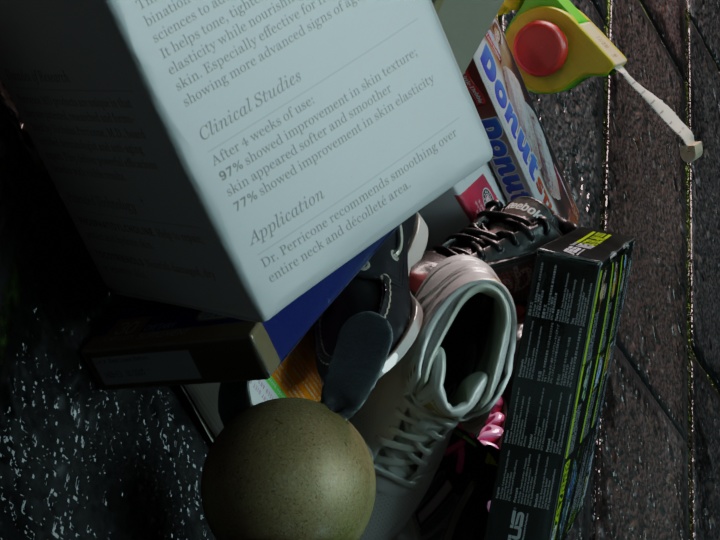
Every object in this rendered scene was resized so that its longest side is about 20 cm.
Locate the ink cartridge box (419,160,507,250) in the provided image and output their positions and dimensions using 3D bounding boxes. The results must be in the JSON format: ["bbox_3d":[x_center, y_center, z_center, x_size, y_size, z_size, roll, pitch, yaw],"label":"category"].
[{"bbox_3d":[0.048,-0.117,1.321,0.145,0.083,0.200,54,33,-40],"label":"ink cartridge box"}]

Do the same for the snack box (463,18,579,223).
[{"bbox_3d":[0.114,-0.094,1.320,0.200,0.024,0.072,63,30,-32],"label":"snack box"}]

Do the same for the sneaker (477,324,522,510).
[{"bbox_3d":[0.143,0.108,1.397,0.079,0.095,0.200,53,33,-37],"label":"sneaker"}]

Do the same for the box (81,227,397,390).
[{"bbox_3d":[-0.049,-0.006,0.984,0.200,0.121,0.032,-48,121,-45],"label":"box"}]

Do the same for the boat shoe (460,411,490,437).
[{"bbox_3d":[0.063,0.054,1.326,0.063,0.073,0.200,112,-12,-45],"label":"boat shoe"}]

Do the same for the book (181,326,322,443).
[{"bbox_3d":[-0.050,0.029,1.103,0.134,0.048,0.200,60,29,-29],"label":"book"}]

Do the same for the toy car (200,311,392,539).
[{"bbox_3d":[-0.029,0.126,0.951,0.158,0.164,0.200,26,58,-58],"label":"toy car"}]

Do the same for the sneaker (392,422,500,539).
[{"bbox_3d":[0.055,0.122,1.196,0.074,0.087,0.200,-57,137,-61],"label":"sneaker"}]

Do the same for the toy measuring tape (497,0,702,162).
[{"bbox_3d":[0.168,-0.140,1.359,0.200,0.074,0.074,48,25,9],"label":"toy measuring tape"}]

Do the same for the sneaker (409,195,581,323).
[{"bbox_3d":[0.085,-0.005,1.223,0.200,0.071,0.098,0,109,-45],"label":"sneaker"}]

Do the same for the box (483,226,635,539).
[{"bbox_3d":[0.128,0.078,1.144,0.193,0.047,0.200,-19,120,-72],"label":"box"}]

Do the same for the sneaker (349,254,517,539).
[{"bbox_3d":[0.032,0.087,1.091,0.116,0.074,0.200,-124,-123,-83],"label":"sneaker"}]

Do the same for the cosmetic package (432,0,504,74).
[{"bbox_3d":[0.042,-0.203,1.150,0.071,0.200,0.105,-17,60,-35],"label":"cosmetic package"}]

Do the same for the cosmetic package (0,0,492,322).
[{"bbox_3d":[-0.070,-0.106,0.918,0.167,0.166,0.200,-35,113,-27],"label":"cosmetic package"}]

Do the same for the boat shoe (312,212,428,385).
[{"bbox_3d":[0.000,0.000,1.095,0.060,0.074,0.200,58,26,-25],"label":"boat shoe"}]
